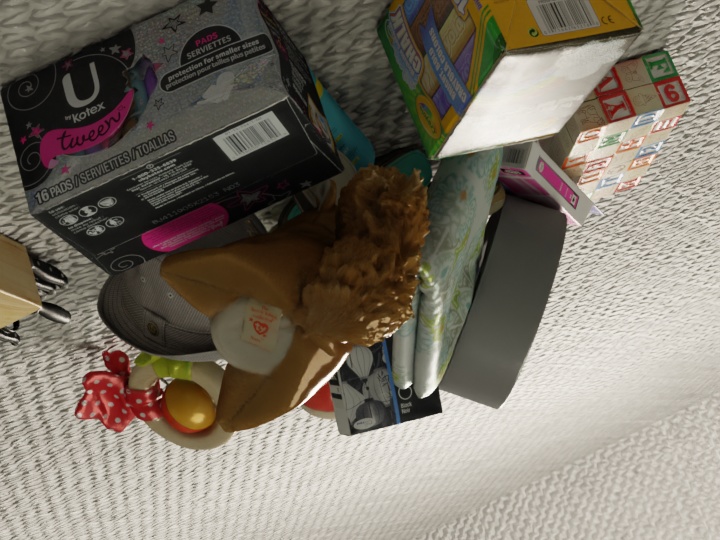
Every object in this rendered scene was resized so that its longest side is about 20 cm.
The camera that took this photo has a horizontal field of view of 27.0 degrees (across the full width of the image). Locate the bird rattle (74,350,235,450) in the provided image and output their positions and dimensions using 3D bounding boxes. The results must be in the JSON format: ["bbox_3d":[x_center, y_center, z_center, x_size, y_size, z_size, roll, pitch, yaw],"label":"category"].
[{"bbox_3d":[-0.204,0.131,1.589,0.200,0.163,0.113,-45,-174,31],"label":"bird rattle"}]

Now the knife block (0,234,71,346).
[{"bbox_3d":[-0.315,0.007,1.292,0.175,0.064,0.200,-9,158,-31],"label":"knife block"}]

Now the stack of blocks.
[{"bbox_3d":[0.238,-0.133,1.487,0.115,0.059,0.200,-17,161,-10],"label":"stack of blocks"}]

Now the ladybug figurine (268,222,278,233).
[{"bbox_3d":[0.000,0.000,1.477,0.200,0.136,0.072,23,128,-33],"label":"ladybug figurine"}]

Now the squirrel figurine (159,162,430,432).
[{"bbox_3d":[-0.025,0.003,1.131,0.200,0.142,0.187,-20,-167,27],"label":"squirrel figurine"}]

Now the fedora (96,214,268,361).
[{"bbox_3d":[-0.144,-0.009,1.306,0.177,0.200,0.090,-32,135,-27],"label":"fedora"}]

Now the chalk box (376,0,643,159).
[{"bbox_3d":[0.100,-0.171,1.140,0.124,0.124,0.200,-13,161,-25],"label":"chalk box"}]

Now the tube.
[{"bbox_3d":[-0.046,-0.126,1.243,0.077,0.050,0.200,-32,154,11],"label":"tube"}]

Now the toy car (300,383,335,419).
[{"bbox_3d":[-0.037,0.037,1.593,0.184,0.177,0.200,-7,133,-2],"label":"toy car"}]

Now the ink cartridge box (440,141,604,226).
[{"bbox_3d":[0.160,-0.083,1.466,0.095,0.037,0.200,11,169,32],"label":"ink cartridge box"}]

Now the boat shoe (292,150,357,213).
[{"bbox_3d":[-0.015,-0.049,1.282,0.057,0.067,0.200,-8,152,36],"label":"boat shoe"}]

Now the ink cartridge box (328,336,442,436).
[{"bbox_3d":[0.011,0.047,1.403,0.099,0.200,0.039,-12,-177,-20],"label":"ink cartridge box"}]

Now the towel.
[{"bbox_3d":[0.073,-0.009,1.272,0.048,0.171,0.200,15,145,10],"label":"towel"}]

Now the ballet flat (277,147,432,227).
[{"bbox_3d":[-0.015,-0.056,1.375,0.200,0.068,0.068,-26,-170,-41],"label":"ballet flat"}]

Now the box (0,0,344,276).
[{"bbox_3d":[-0.136,-0.103,1.085,0.200,0.115,0.132,-24,154,8],"label":"box"}]

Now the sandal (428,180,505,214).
[{"bbox_3d":[0.076,-0.052,1.443,0.080,0.054,0.200,-27,-166,-25],"label":"sandal"}]

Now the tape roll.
[{"bbox_3d":[0.134,0.029,1.441,0.066,0.201,0.200,20,156,0],"label":"tape roll"}]
